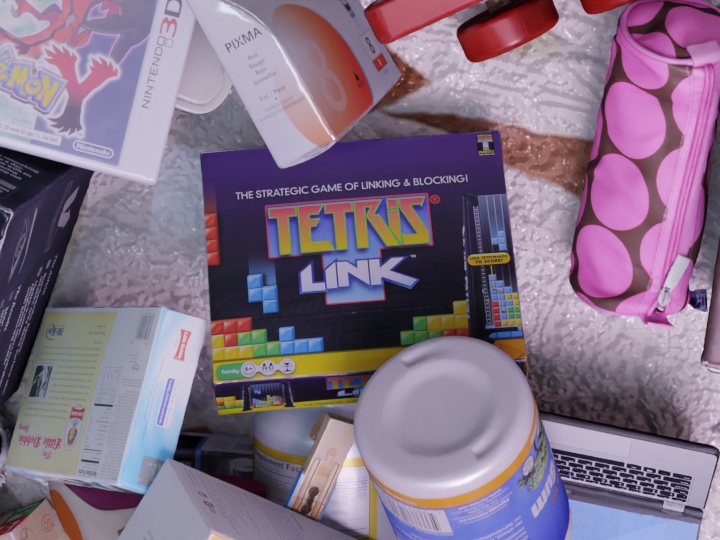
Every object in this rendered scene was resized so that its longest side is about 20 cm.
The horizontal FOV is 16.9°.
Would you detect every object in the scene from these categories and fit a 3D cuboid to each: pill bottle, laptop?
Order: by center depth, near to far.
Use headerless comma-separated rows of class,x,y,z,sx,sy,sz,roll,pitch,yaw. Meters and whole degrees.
pill bottle,0.071,0.140,1.509,0.111,0.113,0.200,-7,142,13
laptop,0.131,0.181,1.616,0.186,0.200,0.117,11,69,7
pill bottle,-0.017,0.139,1.633,0.111,0.112,0.201,4,106,10

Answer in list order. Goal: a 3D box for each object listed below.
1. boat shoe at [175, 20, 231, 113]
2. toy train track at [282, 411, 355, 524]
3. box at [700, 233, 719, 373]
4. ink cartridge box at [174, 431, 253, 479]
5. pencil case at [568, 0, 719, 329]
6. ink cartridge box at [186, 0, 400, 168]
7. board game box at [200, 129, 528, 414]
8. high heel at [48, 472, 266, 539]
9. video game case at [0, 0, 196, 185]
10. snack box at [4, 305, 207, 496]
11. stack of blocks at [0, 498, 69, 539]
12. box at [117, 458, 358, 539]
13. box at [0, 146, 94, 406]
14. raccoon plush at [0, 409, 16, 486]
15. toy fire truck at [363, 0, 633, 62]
boat shoe,-0.170,-0.174,1.602,0.200,0.060,0.074,39,66,-7
toy train track,-0.054,0.179,1.571,0.114,0.033,0.201,17,106,-27
box,0.307,-0.043,1.492,0.163,0.166,0.201,8,106,9
ink cartridge box,-0.109,0.214,1.710,0.099,0.039,0.201,3,106,9
pencil case,0.190,-0.067,1.533,0.090,0.094,0.201,1,117,-9
ink cartridge box,-0.056,-0.180,1.525,0.050,0.162,0.201,-22,101,22
board game box,0.000,0.000,1.553,0.199,0.057,0.166,-5,66,-2
high heel,-0.144,0.156,1.654,0.096,0.200,0.068,-26,102,-24
video game case,-0.205,-0.167,1.549,0.199,0.023,0.183,14,87,-9
snack box,-0.171,0.084,1.594,0.037,0.200,0.117,18,81,-28
stack of blocks,-0.234,0.277,1.730,0.115,0.059,0.201,-23,100,26
box,-0.058,0.222,1.512,0.199,0.098,0.125,26,101,-30
box,-0.276,0.004,1.597,0.117,0.200,0.198,23,108,4
raccoon plush,-0.328,0.150,1.721,0.199,0.134,0.097,-14,117,41
toy fire truck,0.107,-0.197,1.486,0.199,0.168,0.113,-21,101,16
